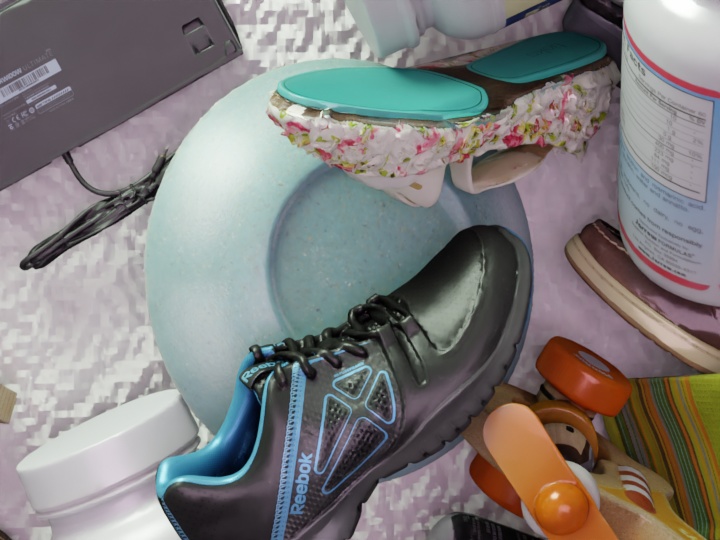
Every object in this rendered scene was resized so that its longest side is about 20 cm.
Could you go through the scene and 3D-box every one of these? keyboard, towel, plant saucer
[{"bbox_3d":[-0.146,-0.067,1.087,0.199,0.021,0.128,-29,92,0],"label":"keyboard"},{"bbox_3d":[0.177,0.088,1.045,0.018,0.200,0.087,-24,97,-27],"label":"towel"},{"bbox_3d":[0.000,0.000,1.063,0.200,0.039,0.203,1,88,-23],"label":"plant saucer"}]

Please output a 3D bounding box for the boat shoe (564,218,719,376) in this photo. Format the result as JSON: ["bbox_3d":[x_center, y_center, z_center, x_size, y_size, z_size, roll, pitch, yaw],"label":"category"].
[{"bbox_3d":[0.193,0.022,1.085,0.199,0.072,0.072,31,100,6],"label":"boat shoe"}]

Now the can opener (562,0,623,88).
[{"bbox_3d":[0.193,-0.093,1.104,0.199,0.053,0.067,28,125,-7],"label":"can opener"}]

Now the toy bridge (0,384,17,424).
[{"bbox_3d":[-0.214,0.140,1.049,0.027,0.067,0.201,10,75,27],"label":"toy bridge"}]

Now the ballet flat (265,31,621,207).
[{"bbox_3d":[0.042,-0.062,1.030,0.199,0.075,0.064,-12,119,-37],"label":"ballet flat"}]

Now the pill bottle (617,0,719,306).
[{"bbox_3d":[0.167,-0.087,0.996,0.108,0.109,0.201,-8,136,-4],"label":"pill bottle"}]

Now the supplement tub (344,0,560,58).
[{"bbox_3d":[0.072,-0.192,1.028,0.199,0.145,0.146,-25,97,-1],"label":"supplement tub"}]

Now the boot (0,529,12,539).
[{"bbox_3d":[-0.162,0.220,1.074,0.074,0.097,0.201,-16,97,-2],"label":"boot"}]

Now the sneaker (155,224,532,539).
[{"bbox_3d":[-0.004,0.051,0.997,0.082,0.073,0.200,43,83,-23],"label":"sneaker"}]

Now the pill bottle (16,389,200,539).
[{"bbox_3d":[-0.082,0.164,1.068,0.112,0.112,0.201,-23,97,-2],"label":"pill bottle"}]

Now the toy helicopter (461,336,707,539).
[{"bbox_3d":[0.122,0.112,1.028,0.200,0.132,0.079,37,102,21],"label":"toy helicopter"}]

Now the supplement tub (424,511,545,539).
[{"bbox_3d":[0.112,0.201,1.083,0.199,0.123,0.123,21,94,-6],"label":"supplement tub"}]
